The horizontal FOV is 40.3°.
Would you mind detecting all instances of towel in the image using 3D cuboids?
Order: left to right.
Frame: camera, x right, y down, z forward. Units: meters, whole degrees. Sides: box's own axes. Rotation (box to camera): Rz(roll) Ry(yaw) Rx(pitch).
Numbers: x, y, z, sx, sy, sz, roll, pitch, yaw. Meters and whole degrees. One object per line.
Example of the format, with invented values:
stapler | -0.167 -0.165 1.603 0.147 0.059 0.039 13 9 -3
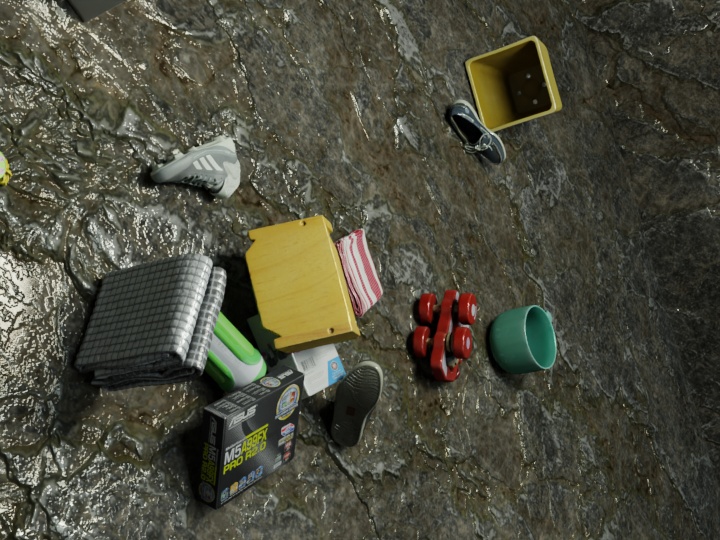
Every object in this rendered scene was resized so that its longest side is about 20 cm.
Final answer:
towel | -0.284 0.076 1.348 0.086 0.199 0.166 44 45 -42
towel | 0.000 0.000 1.860 0.200 0.023 0.145 -38 110 -73

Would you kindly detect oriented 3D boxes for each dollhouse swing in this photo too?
dollhouse swing | -0.095 0.037 1.648 0.181 0.176 0.201 -13 76 -12

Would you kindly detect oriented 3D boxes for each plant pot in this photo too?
plant pot | 0.412 -0.470 2.523 0.200 0.195 0.195 -15 89 -64

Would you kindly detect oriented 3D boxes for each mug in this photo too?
mug | 0.379 0.166 2.291 0.185 0.114 0.153 10 69 -53

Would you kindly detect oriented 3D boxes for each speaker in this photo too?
speaker | -0.231 0.105 1.505 0.200 0.088 0.089 51 42 -29

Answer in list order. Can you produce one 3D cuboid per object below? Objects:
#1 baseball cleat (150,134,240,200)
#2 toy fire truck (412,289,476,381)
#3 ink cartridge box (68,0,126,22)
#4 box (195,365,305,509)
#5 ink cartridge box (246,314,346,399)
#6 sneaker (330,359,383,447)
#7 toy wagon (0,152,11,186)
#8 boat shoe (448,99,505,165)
baseball cleat | -0.254 -0.156 1.586 0.200 0.070 0.107 -37 107 -52
toy fire truck | 0.189 0.146 2.060 0.168 0.112 0.200 62 34 -49
ink cartridge box | -0.352 -0.483 1.506 0.086 0.146 0.200 56 40 -28
box | -0.168 0.253 1.508 0.200 0.044 0.161 -24 128 -55
ink cartridge box | -0.115 0.113 1.667 0.115 0.068 0.201 -21 89 -55
sneaker | 0.000 0.209 1.732 0.075 0.200 0.106 22 38 3
toy wagon | -0.524 -0.153 1.240 0.200 0.039 0.156 15 66 -50
boat shoe | 0.282 -0.324 2.377 0.200 0.075 0.062 51 40 -28
